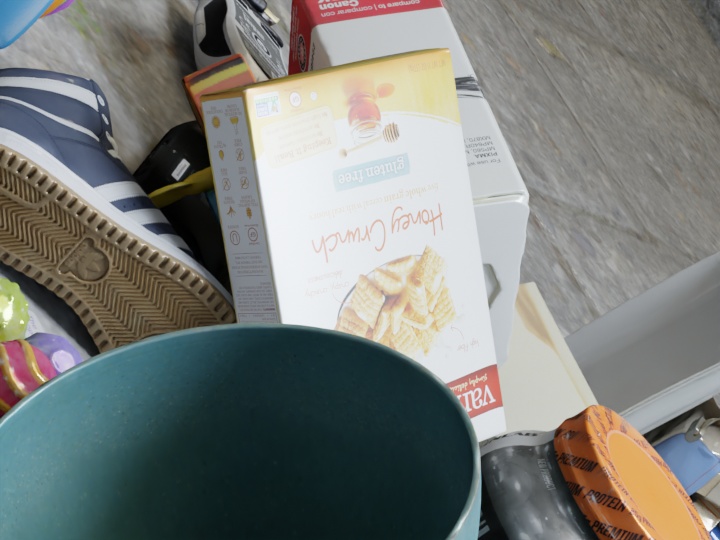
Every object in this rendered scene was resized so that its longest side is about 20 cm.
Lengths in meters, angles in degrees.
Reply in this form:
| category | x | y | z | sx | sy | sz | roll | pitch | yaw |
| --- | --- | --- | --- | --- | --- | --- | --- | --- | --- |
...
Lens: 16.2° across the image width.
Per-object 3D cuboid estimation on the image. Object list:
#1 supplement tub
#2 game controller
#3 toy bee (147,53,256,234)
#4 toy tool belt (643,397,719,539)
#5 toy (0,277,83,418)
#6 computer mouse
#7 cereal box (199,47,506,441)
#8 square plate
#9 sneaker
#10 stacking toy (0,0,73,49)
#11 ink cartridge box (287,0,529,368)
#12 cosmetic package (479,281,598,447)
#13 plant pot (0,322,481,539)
| category | x | y | z | sx | sy | sz | roll | pitch | yaw |
| --- | --- | --- | --- | --- | --- | --- | --- | --- | --- |
| supplement tub | 0.053 | 0.154 | 1.123 | 0.123 | 0.200 | 0.123 | 45 | 18 | -20 |
| game controller | -0.083 | -0.026 | 1.414 | 0.104 | 0.042 | 0.200 | 36 | 19 | -4 |
| toy bee | -0.040 | -0.048 | 1.294 | 0.200 | 0.131 | 0.109 | 40 | -17 | 26 |
| toy tool belt | 0.226 | 0.145 | 1.592 | 0.123 | 0.200 | 0.125 | 50 | 34 | -5 |
| toy | -0.159 | 0.037 | 1.066 | 0.200 | 0.047 | 0.115 | 19 | 39 | -60 |
| computer mouse | -0.085 | -0.147 | 1.621 | 0.110 | 0.044 | 0.200 | 49 | 12 | -26 |
| cereal box | 0.000 | 0.000 | 1.235 | 0.144 | 0.039 | 0.201 | -17 | 100 | -43 |
| square plate | 0.178 | 0.063 | 1.622 | 0.028 | 0.198 | 0.200 | 55 | 17 | -13 |
| sneaker | -0.121 | -0.020 | 1.235 | 0.200 | 0.070 | 0.109 | 42 | 22 | -23 |
| stacking toy | -0.182 | -0.176 | 1.360 | 0.116 | 0.110 | 0.200 | 43 | 5 | 7 |
| ink cartridge box | 0.021 | -0.054 | 1.425 | 0.145 | 0.083 | 0.200 | 95 | -20 | -45 |
| cosmetic package | 0.101 | 0.117 | 1.453 | 0.105 | 0.071 | 0.200 | 103 | -32 | -52 |
| plant pot | -0.047 | 0.132 | 0.984 | 0.200 | 0.199 | 0.135 | -98 | -179 | -57 |
